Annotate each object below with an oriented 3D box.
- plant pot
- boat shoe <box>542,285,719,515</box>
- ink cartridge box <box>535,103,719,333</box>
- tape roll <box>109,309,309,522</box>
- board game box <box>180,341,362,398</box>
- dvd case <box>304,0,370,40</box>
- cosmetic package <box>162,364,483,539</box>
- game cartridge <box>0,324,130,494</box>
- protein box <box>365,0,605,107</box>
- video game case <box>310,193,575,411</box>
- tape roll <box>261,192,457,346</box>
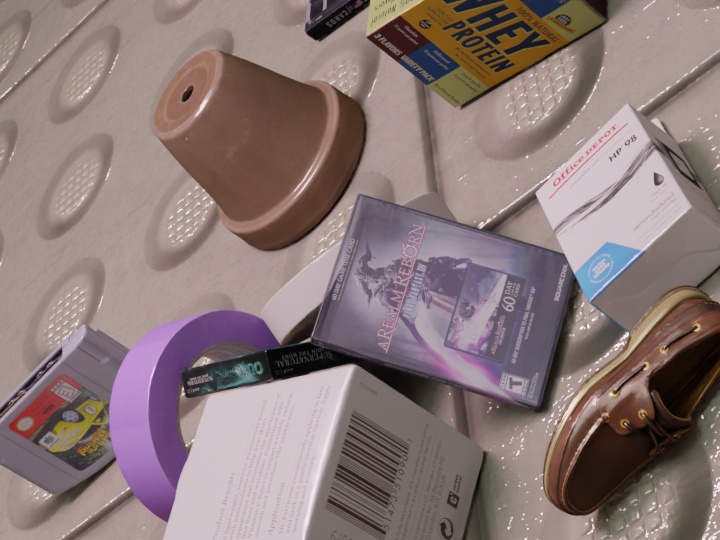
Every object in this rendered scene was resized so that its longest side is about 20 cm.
[{"bbox_3d":[-0.124,-0.149,1.940,0.200,0.175,0.200,-35,36,31],"label":"plant pot"},{"bbox_3d":[0.212,0.103,1.354,0.200,0.072,0.068,-53,30,1],"label":"boat shoe"},{"bbox_3d":[0.220,-0.054,1.489,0.116,0.067,0.200,-45,34,19],"label":"ink cartridge box"},{"bbox_3d":[-0.133,0.140,1.667,0.066,0.200,0.200,-15,50,46],"label":"tape roll"},{"bbox_3d":[-0.044,0.079,1.620,0.135,0.200,0.028,-16,85,50],"label":"board game box"},{"bbox_3d":[-0.003,-0.382,2.126,0.150,0.025,0.200,-32,39,34],"label":"dvd case"},{"bbox_3d":[-0.034,0.199,1.513,0.200,0.165,0.165,-14,50,47],"label":"cosmetic package"},{"bbox_3d":[-0.313,0.158,1.958,0.200,0.133,0.041,-44,34,20],"label":"game cartridge"},{"bbox_3d":[0.128,-0.310,1.778,0.198,0.135,0.200,-28,41,37],"label":"protein box"},{"bbox_3d":[0.073,0.026,1.523,0.019,0.200,0.143,102,-174,-67],"label":"video game case"},{"bbox_3d":[0.000,0.000,1.648,0.203,0.037,0.203,-34,-9,-6],"label":"tape roll"}]
